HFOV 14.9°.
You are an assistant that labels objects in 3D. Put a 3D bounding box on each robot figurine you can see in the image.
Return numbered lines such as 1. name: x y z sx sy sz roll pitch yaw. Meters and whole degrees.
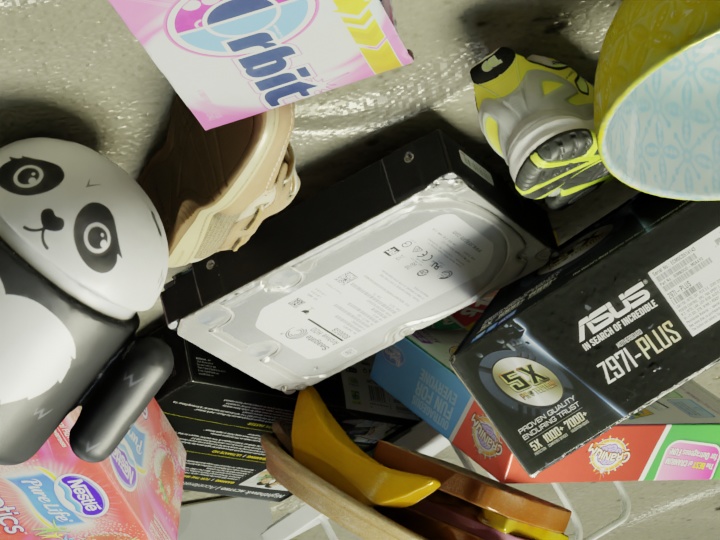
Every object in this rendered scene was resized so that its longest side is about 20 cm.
1. robot figurine: -0.191 0.023 1.476 0.150 0.125 0.200 32 102 -38

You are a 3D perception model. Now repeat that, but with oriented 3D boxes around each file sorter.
1. file sorter: 0.062 0.170 1.886 0.139 0.125 0.200 -22 169 -48

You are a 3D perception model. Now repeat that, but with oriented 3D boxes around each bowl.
1. bowl: 0.207 -0.131 1.419 0.199 0.108 0.200 -11 154 -5

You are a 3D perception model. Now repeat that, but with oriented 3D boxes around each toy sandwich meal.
1. toy sandwich meal: 0.033 0.135 1.711 0.205 0.205 0.070 27 93 -53

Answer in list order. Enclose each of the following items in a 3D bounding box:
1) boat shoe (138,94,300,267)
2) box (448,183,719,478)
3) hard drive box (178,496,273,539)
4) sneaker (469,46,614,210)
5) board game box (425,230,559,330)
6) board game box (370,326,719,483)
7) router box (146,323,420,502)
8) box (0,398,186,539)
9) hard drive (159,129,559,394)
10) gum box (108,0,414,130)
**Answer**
1. boat shoe: -0.067 -0.060 1.488 0.064 0.071 0.200 -7 164 -23
2. box: 0.168 0.012 1.598 0.200 0.086 0.164 -34 -175 22
3. hard drive box: -0.143 0.247 2.053 0.155 0.077 0.200 -9 154 -9
4. sneaker: 0.113 -0.083 1.523 0.075 0.077 0.200 -33 169 8
5. board game box: 0.017 0.002 1.695 0.199 0.030 0.096 5 148 -29
6. board game box: 0.129 0.083 1.756 0.200 0.153 0.040 2 112 -36
7. router box: -0.083 0.094 1.798 0.200 0.051 0.149 13 146 -42
8. box: -0.185 0.098 1.646 0.102 0.095 0.200 -8 142 13
9. hard drive: 0.000 0.000 1.615 0.200 0.038 0.140 -27 148 20
10. gum box: -0.055 -0.146 1.312 0.113 0.066 0.200 -16 154 10
